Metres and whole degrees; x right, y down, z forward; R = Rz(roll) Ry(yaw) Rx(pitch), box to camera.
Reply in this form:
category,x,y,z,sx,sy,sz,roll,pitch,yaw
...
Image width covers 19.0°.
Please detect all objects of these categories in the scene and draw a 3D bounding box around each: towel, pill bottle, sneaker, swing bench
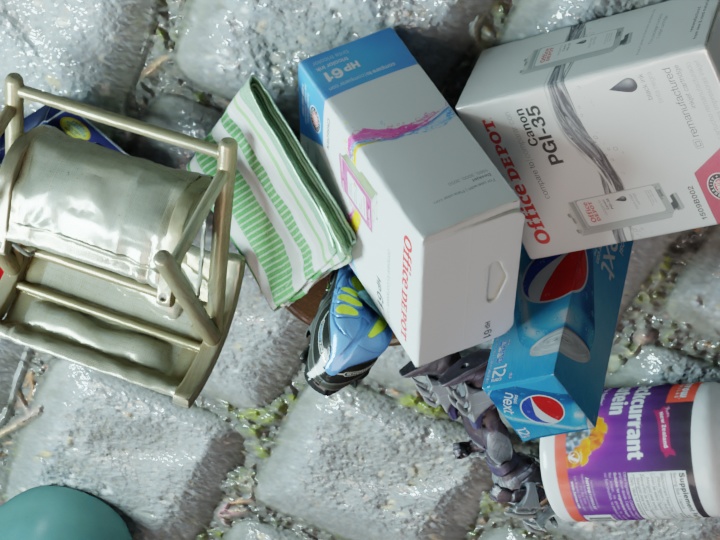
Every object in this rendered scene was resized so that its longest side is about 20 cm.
category,x,y,z,sx,sy,sz,roll,pitch,yaw
towel,-0.072,-0.052,1.652,0.153,0.023,0.200,59,159,3
pill bottle,0.259,0.150,1.792,0.199,0.112,0.112,-6,135,24
sneaker,-0.011,0.042,1.665,0.071,0.200,0.083,39,106,-4
swing bench,-0.203,-0.021,1.680,0.198,0.130,0.201,18,145,14

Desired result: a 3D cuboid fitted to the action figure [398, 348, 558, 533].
category,x,y,z,sx,sy,sz,roll,pitch,yaw
action figure,0.115,0.153,1.860,0.201,0.069,0.130,60,167,-26

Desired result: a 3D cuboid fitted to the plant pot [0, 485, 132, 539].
category,x,y,z,sx,sy,sz,roll,pitch,yaw
plant pot,-0.312,0.315,2.146,0.199,0.162,0.201,10,139,8

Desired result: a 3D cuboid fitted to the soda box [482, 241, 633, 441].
category,x,y,z,sx,sy,sz,roll,pitch,yaw
soda box,0.151,0.026,1.618,0.064,0.201,0.068,-14,132,32

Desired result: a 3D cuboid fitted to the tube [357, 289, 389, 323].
category,x,y,z,sx,sy,sz,roll,pitch,yaw
tube,0.082,0.029,1.665,0.077,0.199,0.051,35,114,27

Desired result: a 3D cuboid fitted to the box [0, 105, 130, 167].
category,x,y,z,sx,sy,sz,roll,pitch,yaw
box,-0.253,-0.071,1.781,0.199,0.033,0.121,-24,125,41

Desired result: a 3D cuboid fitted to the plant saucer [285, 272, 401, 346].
category,x,y,z,sx,sy,sz,roll,pitch,yaw
plant saucer,0.000,0.000,1.774,0.199,0.035,0.201,11,140,9

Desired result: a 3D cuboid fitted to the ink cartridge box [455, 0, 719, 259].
category,x,y,z,sx,sy,sz,roll,pitch,yaw
ink cartridge box,0.189,-0.100,1.536,0.199,0.083,0.147,-12,122,31

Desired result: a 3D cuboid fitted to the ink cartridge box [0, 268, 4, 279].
category,x,y,z,sx,sy,sz,roll,pitch,yaw
ink cartridge box,-0.387,-0.032,1.794,0.175,0.084,0.201,20,145,30

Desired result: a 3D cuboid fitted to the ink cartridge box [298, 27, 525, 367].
category,x,y,z,sx,sy,sz,roll,pitch,yaw
ink cartridge box,0.033,-0.053,1.567,0.084,0.200,0.145,-22,142,-18
